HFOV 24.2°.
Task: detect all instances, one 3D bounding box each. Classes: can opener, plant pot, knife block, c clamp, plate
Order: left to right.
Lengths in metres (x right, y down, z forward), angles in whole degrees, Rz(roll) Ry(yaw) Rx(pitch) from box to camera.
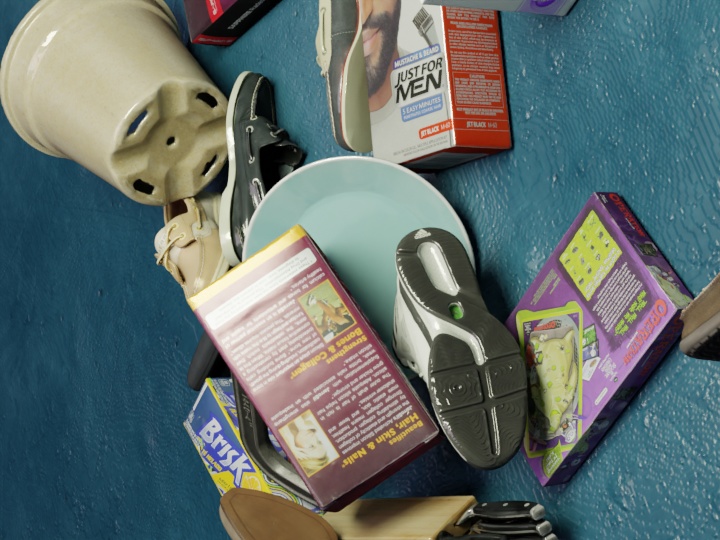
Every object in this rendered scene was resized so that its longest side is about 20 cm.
[{"bbox_3d":[-0.222,-0.160,1.638,0.183,0.200,0.201,42,123,43],"label":"plant pot"},{"bbox_3d":[-0.121,0.055,1.616,0.200,0.063,0.079,-50,52,42],"label":"can opener"},{"bbox_3d":[-0.042,0.155,1.441,0.171,0.027,0.200,28,144,33],"label":"c clamp"},{"bbox_3d":[0.000,0.000,1.399,0.200,0.026,0.200,4,107,14],"label":"plate"},{"bbox_3d":[0.058,0.211,1.319,0.200,0.064,0.176,36,134,20],"label":"knife block"}]

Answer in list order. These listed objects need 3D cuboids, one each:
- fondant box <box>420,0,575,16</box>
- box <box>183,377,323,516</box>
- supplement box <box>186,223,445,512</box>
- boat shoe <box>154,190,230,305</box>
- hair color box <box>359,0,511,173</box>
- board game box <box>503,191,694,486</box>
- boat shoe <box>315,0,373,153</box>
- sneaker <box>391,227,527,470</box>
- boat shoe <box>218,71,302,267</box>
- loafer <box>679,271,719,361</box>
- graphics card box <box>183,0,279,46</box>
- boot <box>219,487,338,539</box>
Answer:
[{"bbox_3d":[0.134,-0.273,1.188,0.200,0.144,0.058,-53,52,40],"label":"fondant box"},{"bbox_3d":[-0.089,0.190,1.569,0.200,0.070,0.064,56,130,37],"label":"box"},{"bbox_3d":[-0.033,0.079,1.330,0.110,0.086,0.200,-34,79,1],"label":"supplement box"},{"bbox_3d":[-0.163,-0.021,1.605,0.200,0.069,0.074,-103,33,-63],"label":"boat shoe"},{"bbox_3d":[0.056,-0.187,1.367,0.111,0.064,0.200,-15,78,54],"label":"hair color box"},{"bbox_3d":[0.163,0.053,1.255,0.200,0.032,0.120,-59,42,37],"label":"board game box"},{"bbox_3d":[-0.008,-0.197,1.443,0.063,0.071,0.200,-3,82,39],"label":"boat shoe"},{"bbox_3d":[0.076,0.076,1.315,0.115,0.076,0.201,95,160,-62],"label":"sneaker"},{"bbox_3d":[-0.087,-0.099,1.561,0.066,0.075,0.199,-7,58,20],"label":"boat shoe"},{"bbox_3d":[0.275,-0.013,1.075,0.200,0.073,0.071,-48,43,37],"label":"loafer"},{"bbox_3d":[-0.108,-0.312,1.601,0.200,0.051,0.126,-29,68,50],"label":"graphics card box"},{"bbox_3d":[-0.040,0.277,1.353,0.200,0.070,0.146,34,137,22],"label":"boot"}]
